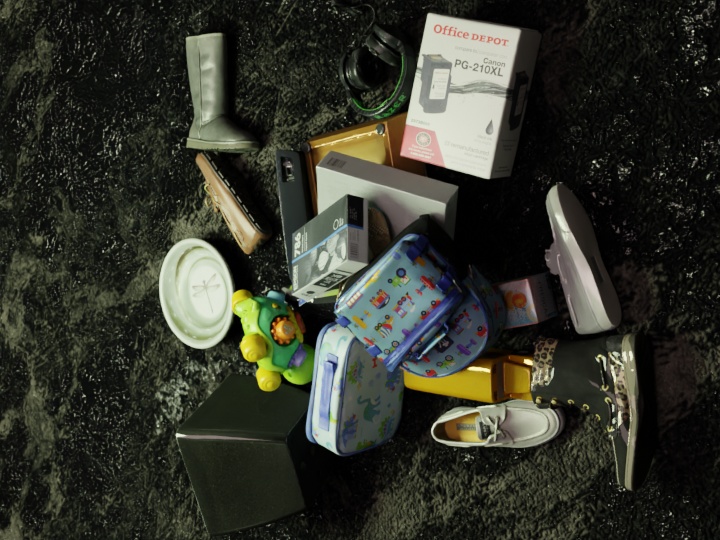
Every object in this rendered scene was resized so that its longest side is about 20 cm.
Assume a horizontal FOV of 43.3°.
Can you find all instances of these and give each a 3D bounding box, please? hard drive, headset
[{"bbox_3d":[-0.092,-0.093,1.442,0.042,0.135,0.202,-5,95,11],"label":"hard drive"},{"bbox_3d":[0.011,-0.323,1.349,0.123,0.094,0.201,-35,58,34],"label":"headset"}]

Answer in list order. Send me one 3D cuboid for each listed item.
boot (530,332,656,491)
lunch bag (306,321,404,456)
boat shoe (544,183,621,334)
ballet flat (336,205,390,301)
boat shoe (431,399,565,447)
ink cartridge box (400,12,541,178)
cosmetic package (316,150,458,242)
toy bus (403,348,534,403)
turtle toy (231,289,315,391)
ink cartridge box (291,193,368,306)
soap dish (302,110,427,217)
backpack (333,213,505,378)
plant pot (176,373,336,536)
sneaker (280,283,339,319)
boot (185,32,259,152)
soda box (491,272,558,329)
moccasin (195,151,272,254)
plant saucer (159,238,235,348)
[{"bbox_3d":[0.305,0.179,1.193,0.150,0.073,0.202,0,96,38],"label":"boot"},{"bbox_3d":[-0.005,0.171,1.381,0.082,0.160,0.202,16,107,38],"label":"lunch bag"},{"bbox_3d":[0.280,-0.012,1.200,0.068,0.072,0.201,-23,90,38],"label":"boat shoe"},{"bbox_3d":[0.000,0.000,1.296,0.070,0.065,0.201,25,136,23],"label":"ballet flat"},{"bbox_3d":[0.190,0.221,1.290,0.199,0.070,0.071,-8,92,36],"label":"boat shoe"},{"bbox_3d":[0.151,-0.242,1.249,0.144,0.084,0.201,18,107,28],"label":"ink cartridge box"},{"bbox_3d":[0.036,-0.074,1.293,0.199,0.052,0.152,18,133,19],"label":"cosmetic package"},{"bbox_3d":[0.161,0.145,1.295,0.199,0.078,0.066,3,98,43],"label":"toy bus"},{"bbox_3d":[-0.133,0.116,1.474,0.100,0.201,0.146,-21,43,-1],"label":"turtle toy"},{"bbox_3d":[-0.055,-0.025,1.282,0.200,0.039,0.100,-34,52,53],"label":"ink cartridge box"},{"bbox_3d":[0.005,-0.147,1.384,0.199,0.081,0.159,-8,91,38],"label":"soap dish"},{"bbox_3d":[0.086,0.058,1.197,0.182,0.135,0.200,-41,96,20],"label":"backpack"},{"bbox_3d":[-0.154,0.296,1.481,0.176,0.200,0.201,-6,110,24],"label":"plant pot"},{"bbox_3d":[-0.045,0.029,1.471,0.199,0.072,0.083,1,62,43],"label":"sneaker"},{"bbox_3d":[-0.242,-0.309,1.576,0.181,0.072,0.202,11,95,35],"label":"boot"},{"bbox_3d":[0.173,0.055,1.285,0.199,0.068,0.064,-14,90,38],"label":"soda box"},{"bbox_3d":[-0.230,-0.121,1.585,0.078,0.074,0.202,-39,81,26],"label":"moccasin"},{"bbox_3d":[-0.286,0.040,1.656,0.199,0.050,0.202,5,99,38],"label":"plant saucer"}]
